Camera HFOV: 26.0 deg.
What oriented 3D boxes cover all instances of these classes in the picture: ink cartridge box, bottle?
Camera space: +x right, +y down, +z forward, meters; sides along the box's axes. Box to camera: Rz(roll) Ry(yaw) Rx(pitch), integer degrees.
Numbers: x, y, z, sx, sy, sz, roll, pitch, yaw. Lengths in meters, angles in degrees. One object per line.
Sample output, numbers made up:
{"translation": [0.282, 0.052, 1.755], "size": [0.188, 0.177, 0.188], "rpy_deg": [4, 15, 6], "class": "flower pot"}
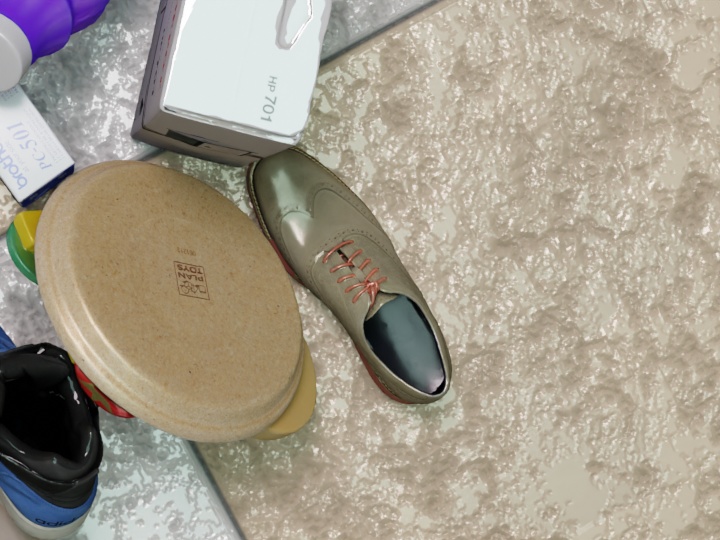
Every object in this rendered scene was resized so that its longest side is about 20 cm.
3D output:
{"translation": [-0.076, -0.147, 0.934], "size": [0.085, 0.200, 0.149], "rpy_deg": [13, 87, -11], "class": "ink cartridge box"}
{"translation": [-0.250, -0.133, 0.953], "size": [0.044, 0.094, 0.201], "rpy_deg": [-36, 96, -9], "class": "ink cartridge box"}
{"translation": [-0.183, -0.184, 0.929], "size": [0.083, 0.065, 0.201], "rpy_deg": [37, 44, -18], "class": "bottle"}

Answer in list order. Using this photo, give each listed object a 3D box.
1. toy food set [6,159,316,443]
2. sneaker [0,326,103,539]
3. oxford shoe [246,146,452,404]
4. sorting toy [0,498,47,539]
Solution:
{"translation": [-0.114, 0.017, 0.952], "size": [0.199, 0.049, 0.200], "rpy_deg": [-6, 65, -48], "class": "toy food set"}
{"translation": [-0.220, 0.058, 0.926], "size": [0.076, 0.111, 0.201], "rpy_deg": [-28, 74, -32], "class": "sneaker"}
{"translation": [0.000, 0.000, 1.014], "size": [0.070, 0.075, 0.201], "rpy_deg": [-40, 97, -8], "class": "oxford shoe"}
{"translation": [-0.303, 0.185, 0.955], "size": [0.200, 0.107, 0.180], "rpy_deg": [42, 101, -9], "class": "sorting toy"}
